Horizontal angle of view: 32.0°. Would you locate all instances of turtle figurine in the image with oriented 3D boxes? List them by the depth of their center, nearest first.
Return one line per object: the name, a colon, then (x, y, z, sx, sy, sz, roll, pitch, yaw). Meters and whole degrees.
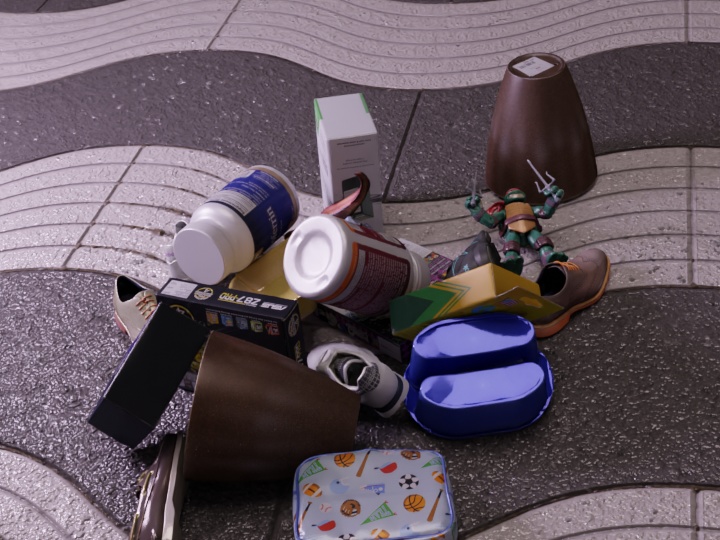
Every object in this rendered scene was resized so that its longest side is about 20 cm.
turtle figurine: (0.245, -0.079, 1.913, 0.149, 0.101, 0.201, -19, 49, 10)

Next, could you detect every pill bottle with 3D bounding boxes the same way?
pill bottle: (0.000, 0.000, 1.695, 0.114, 0.115, 0.199, 29, 7, 41)
pill bottle: (-0.188, -0.068, 1.899, 0.115, 0.117, 0.200, 13, 37, 27)

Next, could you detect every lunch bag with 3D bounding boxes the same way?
lunch bag: (0.013, 0.287, 1.462, 0.198, 0.076, 0.161, -6, 37, 1)

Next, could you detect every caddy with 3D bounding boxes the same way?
caddy: (0.152, 0.140, 1.620, 0.198, 0.105, 0.142, -8, 59, 0)

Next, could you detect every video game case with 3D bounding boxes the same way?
video game case: (0.059, 0.038, 1.837, 0.180, 0.036, 0.199, 24, 46, 37)

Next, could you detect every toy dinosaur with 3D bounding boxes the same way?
toy dinosaur: (-0.046, -0.065, 1.912, 0.181, 0.202, 0.104, 17, 14, 41)

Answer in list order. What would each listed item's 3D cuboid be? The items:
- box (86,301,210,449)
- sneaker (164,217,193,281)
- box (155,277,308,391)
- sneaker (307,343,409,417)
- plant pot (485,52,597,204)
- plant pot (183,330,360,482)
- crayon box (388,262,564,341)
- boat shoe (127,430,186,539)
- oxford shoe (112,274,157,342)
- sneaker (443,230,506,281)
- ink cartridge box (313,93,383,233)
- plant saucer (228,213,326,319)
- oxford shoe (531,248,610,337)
box: (-0.272, 0.137, 1.589, 0.078, 0.200, 0.142, 29, 68, -9)
sneaker: (-0.234, -0.055, 1.968, 0.074, 0.100, 0.200, -4, 30, 35)
box: (-0.169, 0.100, 1.686, 0.198, 0.162, 0.049, 10, 39, 22)
sneaker: (-0.019, 0.128, 1.650, 0.199, 0.080, 0.077, 14, 75, 54)
plant pot: (0.289, -0.243, 2.041, 0.185, 0.201, 0.188, -6, 34, 4)
plant pot: (-0.104, 0.186, 1.561, 0.198, 0.188, 0.188, 11, 36, -1)
crayon box: (0.153, 0.047, 1.661, 0.199, 0.127, 0.051, -21, 64, 32)
boat shoe: (-0.247, 0.276, 1.533, 0.059, 0.072, 0.201, -3, 41, 1)
oxford shoe: (-0.311, 0.073, 1.828, 0.070, 0.074, 0.199, -29, 40, -28)
sneaker: (0.157, -0.007, 1.756, 0.079, 0.076, 0.200, -28, -1, 11)
ink cartridge box: (-0.018, -0.157, 1.989, 0.083, 0.201, 0.146, -9, 35, -6)
plant saucer: (-0.120, 0.033, 1.809, 0.199, 0.048, 0.201, -33, 26, 27)
oxford shoe: (0.299, 0.015, 1.790, 0.071, 0.073, 0.200, 17, 42, 32)
